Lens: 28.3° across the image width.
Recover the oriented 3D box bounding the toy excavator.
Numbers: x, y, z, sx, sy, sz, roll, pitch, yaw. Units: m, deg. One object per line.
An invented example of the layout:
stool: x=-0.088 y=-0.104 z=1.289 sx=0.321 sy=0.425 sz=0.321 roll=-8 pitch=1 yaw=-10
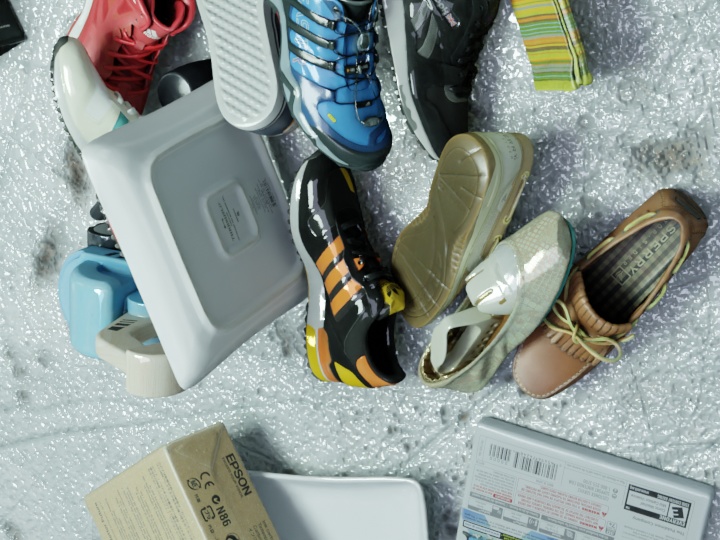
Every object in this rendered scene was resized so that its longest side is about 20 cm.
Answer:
toy excavator: x=-0.193 y=0.044 z=1.196 sx=0.193 sy=0.200 sz=0.101 roll=12 pitch=111 yaw=22

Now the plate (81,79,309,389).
plate: x=-0.111 y=-0.038 z=1.125 sx=0.032 sy=0.200 sz=0.201 roll=-13 pitch=105 yaw=35

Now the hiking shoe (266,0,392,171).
hiking shoe: x=-0.020 y=-0.172 z=1.069 sx=0.087 sy=0.074 sz=0.201 roll=-16 pitch=96 yaw=59

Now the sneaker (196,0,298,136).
sneaker: x=-0.084 y=-0.204 z=1.146 sx=0.078 sy=0.079 sz=0.202 roll=-8 pitch=81 yaw=22

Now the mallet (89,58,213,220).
mallet: x=-0.175 y=-0.112 z=1.239 sx=0.041 sy=0.066 sz=0.200 roll=50 pitch=134 yaw=6

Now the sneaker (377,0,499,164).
sneaker: x=0.068 y=-0.180 z=1.082 sx=0.087 sy=0.076 sz=0.201 roll=-11 pitch=101 yaw=21

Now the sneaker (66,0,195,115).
sneaker: x=-0.191 y=-0.183 z=1.167 sx=0.116 sy=0.078 sz=0.201 roll=-137 pitch=50 yaw=-56

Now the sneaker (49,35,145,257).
sneaker: x=-0.182 y=-0.106 z=1.164 sx=0.093 sy=0.070 sz=0.201 roll=-18 pitch=115 yaw=1

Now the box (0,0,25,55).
box: x=-0.422 y=-0.254 z=1.252 sx=0.148 sy=0.124 sz=0.201 roll=-23 pitch=95 yaw=28

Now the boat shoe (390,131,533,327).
boat shoe: x=0.082 y=-0.029 z=1.118 sx=0.074 sy=0.066 sz=0.200 roll=57 pitch=144 yaw=25

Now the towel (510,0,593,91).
towel: x=0.115 y=-0.226 z=1.041 sx=0.018 sy=0.086 sz=0.201 roll=-23 pitch=101 yaw=-14

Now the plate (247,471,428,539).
plate: x=-0.019 y=0.270 z=1.274 sx=0.199 sy=0.032 sz=0.201 roll=-2 pitch=106 yaw=26

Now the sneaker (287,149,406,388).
sneaker: x=0.000 y=0.000 z=1.159 sx=0.090 sy=0.070 sz=0.202 roll=9 pitch=112 yaw=36

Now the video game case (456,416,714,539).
video game case: x=0.177 y=0.233 z=1.188 sx=0.199 sy=0.022 sz=0.184 roll=15 pitch=112 yaw=19

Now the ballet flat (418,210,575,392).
ballet flat: x=0.100 y=0.032 z=1.104 sx=0.201 sy=0.062 sz=0.068 roll=-64 pitch=37 yaw=43

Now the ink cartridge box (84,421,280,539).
ink cartridge box: x=-0.145 y=0.257 z=1.273 sx=0.165 sy=0.075 sz=0.201 roll=-33 pitch=81 yaw=47

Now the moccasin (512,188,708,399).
moccasin: x=0.185 y=0.026 z=1.087 sx=0.074 sy=0.078 sz=0.201 roll=47 pitch=119 yaw=4
